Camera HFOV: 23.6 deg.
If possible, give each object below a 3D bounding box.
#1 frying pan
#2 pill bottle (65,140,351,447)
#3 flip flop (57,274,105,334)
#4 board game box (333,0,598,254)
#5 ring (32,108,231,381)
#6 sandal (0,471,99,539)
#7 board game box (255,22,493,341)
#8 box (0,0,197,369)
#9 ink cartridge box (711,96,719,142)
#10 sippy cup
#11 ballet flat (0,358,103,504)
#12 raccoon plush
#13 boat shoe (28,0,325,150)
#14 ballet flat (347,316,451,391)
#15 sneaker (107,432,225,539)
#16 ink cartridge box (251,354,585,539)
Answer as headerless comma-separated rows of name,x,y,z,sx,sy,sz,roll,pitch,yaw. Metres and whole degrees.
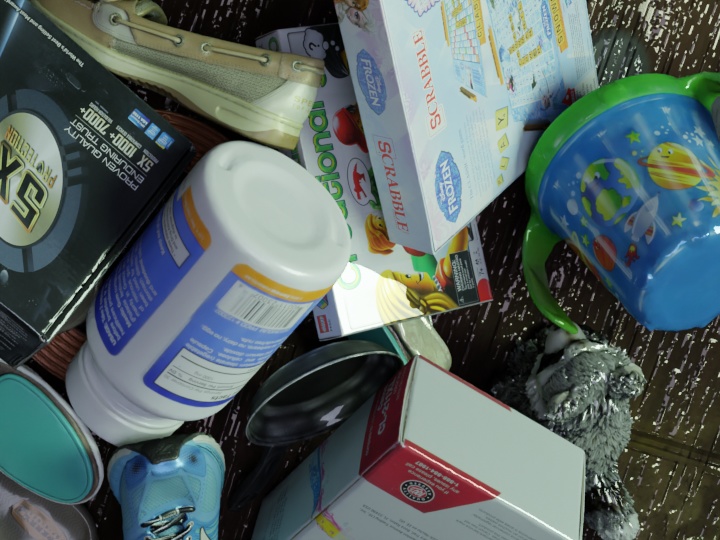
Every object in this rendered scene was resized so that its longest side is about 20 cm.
frying pan,-0.032,0.099,1.169,0.114,0.190,0.031,-17,65,-20
pill bottle,-0.103,0.023,1.085,0.112,0.112,0.200,31,125,-17
flip flop,-0.263,-0.009,1.107,0.199,0.058,0.082,22,99,-9
board game box,0.073,-0.148,1.097,0.199,0.041,0.201,-41,131,-35
ring,-0.150,-0.009,1.165,0.199,0.019,0.202,-3,103,-12
sandal,-0.258,0.144,1.153,0.082,0.055,0.200,-46,106,-1
board game box,0.010,-0.065,1.135,0.126,0.035,0.201,-13,90,-33
box,-0.230,-0.070,1.054,0.200,0.086,0.164,41,63,-10
ink cartridge box,0.329,-0.045,1.174,0.144,0.200,0.148,-2,103,-13
sippy cup,0.193,-0.036,1.119,0.139,0.131,0.178,-8,137,-24
ballet flat,-0.246,0.075,1.128,0.200,0.069,0.070,36,92,-7
raccoon plush,0.176,0.117,1.207,0.097,0.134,0.200,-40,107,-3
boat shoe,-0.118,-0.143,1.086,0.200,0.073,0.063,28,97,18
ballet flat,0.000,0.000,1.184,0.062,0.067,0.201,-37,104,-44
sneaker,-0.118,0.185,1.136,0.078,0.090,0.201,-11,136,-11
ink cartridge box,0.033,0.168,1.162,0.145,0.083,0.200,30,131,-17
